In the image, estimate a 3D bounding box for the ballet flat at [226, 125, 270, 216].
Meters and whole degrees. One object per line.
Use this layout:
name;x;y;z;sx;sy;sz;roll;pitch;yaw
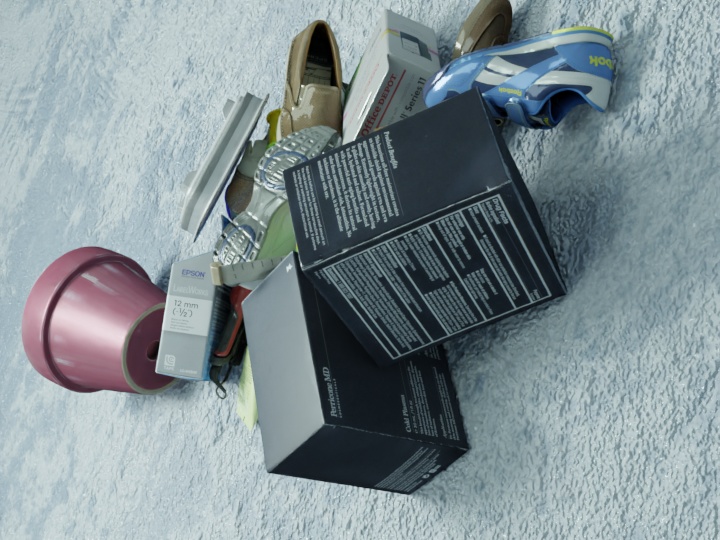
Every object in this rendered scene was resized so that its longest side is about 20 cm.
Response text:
ballet flat;-0.112;-0.136;1.563;0.200;0.067;0.068;-64;-21;-55

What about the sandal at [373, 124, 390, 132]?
sandal;0.017;-0.105;1.269;0.200;0.055;0.082;-37;7;24

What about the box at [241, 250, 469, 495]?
box;-0.009;0.105;1.311;0.104;0.181;0.201;-42;46;37

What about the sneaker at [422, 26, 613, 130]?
sneaker;0.151;-0.174;1.260;0.199;0.074;0.083;-11;81;29

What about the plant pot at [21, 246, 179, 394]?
plant pot;-0.328;0.083;1.769;0.178;0.199;0.202;17;91;39

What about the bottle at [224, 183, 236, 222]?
bottle;-0.089;-0.063;1.571;0.200;0.083;0.066;31;135;51

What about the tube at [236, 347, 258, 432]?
tube;-0.115;0.090;1.583;0.052;0.058;0.202;19;97;20

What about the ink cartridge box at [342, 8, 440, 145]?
ink cartridge box;0.033;-0.191;1.398;0.200;0.067;0.118;-89;24;-62

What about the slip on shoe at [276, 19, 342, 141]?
slip on shoe;-0.049;-0.187;1.458;0.061;0.075;0.202;132;145;-58

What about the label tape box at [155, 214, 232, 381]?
label tape box;-0.201;0.036;1.632;0.143;0.065;0.202;69;-153;-84

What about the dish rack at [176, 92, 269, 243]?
dish rack;-0.171;-0.126;1.547;0.173;0.043;0.200;-64;5;-12

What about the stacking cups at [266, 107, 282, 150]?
stacking cups;-0.077;-0.083;1.482;0.060;0.060;0.202;-23;63;48

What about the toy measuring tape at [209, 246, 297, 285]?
toy measuring tape;-0.061;-0.026;1.353;0.074;0.198;0.074;170;90;-81

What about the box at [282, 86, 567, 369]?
box;0.062;-0.034;1.197;0.197;0.200;0.124;-21;54;11

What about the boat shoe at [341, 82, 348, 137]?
boat shoe;-0.008;-0.159;1.512;0.071;0.063;0.201;-51;43;32

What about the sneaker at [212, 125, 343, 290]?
sneaker;-0.080;-0.065;1.401;0.074;0.087;0.201;38;95;35

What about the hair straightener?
hair straightener;-0.140;0.066;1.615;0.041;0.077;0.202;10;73;19

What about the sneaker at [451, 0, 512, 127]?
sneaker;0.129;-0.185;1.354;0.075;0.070;0.202;24;96;29
